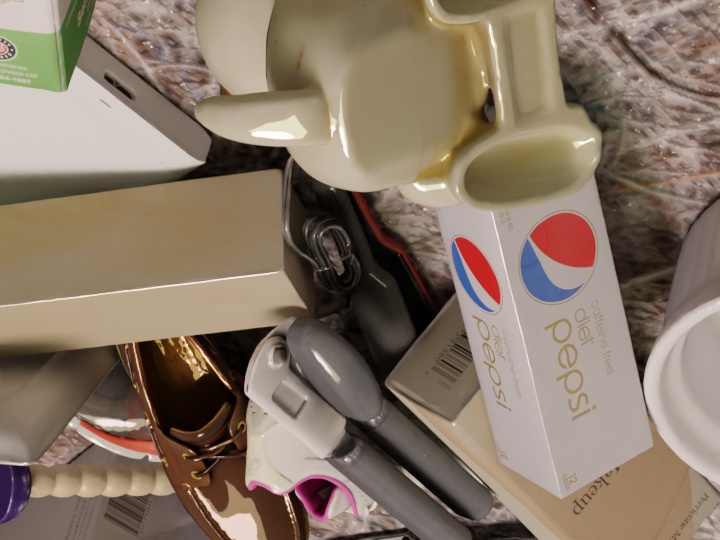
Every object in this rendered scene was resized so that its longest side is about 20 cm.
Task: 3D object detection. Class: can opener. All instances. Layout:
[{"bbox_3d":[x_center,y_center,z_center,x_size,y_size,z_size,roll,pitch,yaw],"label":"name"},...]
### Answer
[{"bbox_3d":[0.009,0.099,1.262,0.066,0.053,0.200,16,156,51],"label":"can opener"}]

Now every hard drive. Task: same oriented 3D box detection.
[{"bbox_3d":[-0.198,-0.067,1.265,0.132,0.026,0.199,38,135,-27],"label":"hard drive"}]

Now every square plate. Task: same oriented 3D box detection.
[{"bbox_3d":[-0.255,0.057,1.320,0.198,0.198,0.029,5,111,11],"label":"square plate"}]

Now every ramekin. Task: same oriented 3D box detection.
[{"bbox_3d":[0.257,0.036,1.197,0.198,0.098,0.201,8,140,7],"label":"ramekin"}]

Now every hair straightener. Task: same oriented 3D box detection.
[{"bbox_3d":[0.000,0.000,1.245,0.041,0.077,0.201,1,140,22],"label":"hair straightener"}]

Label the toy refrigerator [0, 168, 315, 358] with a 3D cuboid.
[{"bbox_3d":[-0.130,-0.005,1.253,0.198,0.071,0.076,-7,156,11],"label":"toy refrigerator"}]

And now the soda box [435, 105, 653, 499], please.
[{"bbox_3d":[0.095,0.015,1.176,0.064,0.068,0.202,26,138,56],"label":"soda box"}]

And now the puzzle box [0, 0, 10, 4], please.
[{"bbox_3d":[-0.117,-0.194,0.990,0.199,0.025,0.134,-24,147,-21],"label":"puzzle box"}]

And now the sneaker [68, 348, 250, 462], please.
[{"bbox_3d":[-0.104,0.076,1.394,0.198,0.077,0.082,18,114,-7],"label":"sneaker"}]

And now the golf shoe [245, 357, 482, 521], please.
[{"bbox_3d":[0.002,0.113,1.342,0.199,0.092,0.075,23,165,-39],"label":"golf shoe"}]

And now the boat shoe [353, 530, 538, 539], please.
[{"bbox_3d":[0.045,0.211,1.490,0.199,0.073,0.071,-15,138,34],"label":"boat shoe"}]

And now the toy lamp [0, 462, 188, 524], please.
[{"bbox_3d":[-0.146,0.134,1.409,0.199,0.059,0.058,1,153,-38],"label":"toy lamp"}]

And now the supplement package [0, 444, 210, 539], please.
[{"bbox_3d":[-0.176,0.213,1.519,0.119,0.122,0.200,31,137,-20],"label":"supplement package"}]

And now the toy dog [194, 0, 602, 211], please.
[{"bbox_3d":[-0.005,-0.101,1.047,0.200,0.193,0.140,34,147,57],"label":"toy dog"}]

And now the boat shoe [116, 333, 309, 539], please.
[{"bbox_3d":[-0.093,0.097,1.326,0.072,0.068,0.201,-27,98,0],"label":"boat shoe"}]

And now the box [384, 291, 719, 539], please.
[{"bbox_3d":[0.116,0.100,1.302,0.200,0.095,0.078,44,170,-34],"label":"box"}]

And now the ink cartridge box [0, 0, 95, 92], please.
[{"bbox_3d":[-0.208,-0.192,1.069,0.145,0.085,0.201,9,140,4],"label":"ink cartridge box"}]
